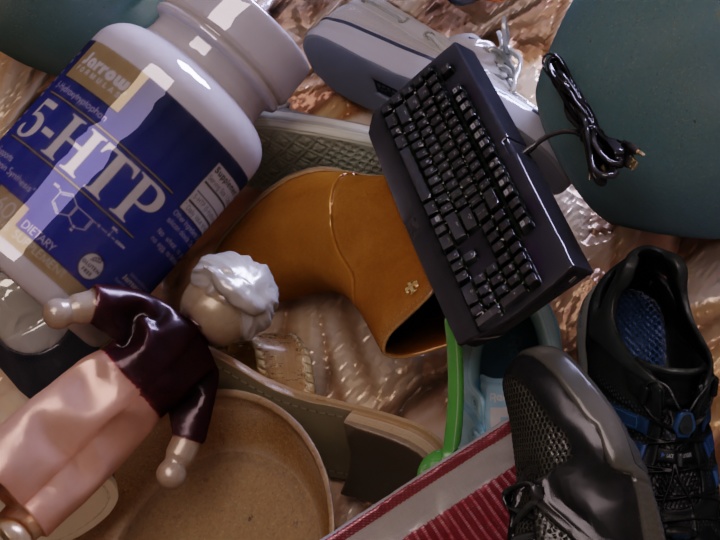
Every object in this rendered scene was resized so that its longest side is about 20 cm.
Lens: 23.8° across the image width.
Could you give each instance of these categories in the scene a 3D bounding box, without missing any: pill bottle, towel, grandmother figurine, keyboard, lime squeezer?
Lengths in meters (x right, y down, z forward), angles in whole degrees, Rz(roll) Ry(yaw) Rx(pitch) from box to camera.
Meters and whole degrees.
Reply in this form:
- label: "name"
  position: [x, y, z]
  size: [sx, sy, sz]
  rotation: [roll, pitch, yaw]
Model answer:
- label: "pill bottle"
  position: [-0.126, -0.068, 0.959]
  size: [0.120, 0.120, 0.200]
  rotation: [36, 82, 26]
- label: "towel"
  position: [0.074, 0.193, 0.857]
  size: [0.144, 0.023, 0.200]
  rotation: [-31, 83, -14]
- label: "grandmother figurine"
  position: [-0.125, 0.059, 0.908]
  size: [0.200, 0.121, 0.061]
  rotation: [-40, 29, -18]
- label: "keyboard"
  position: [0.073, -0.058, 0.890]
  size: [0.127, 0.021, 0.200]
  rotation: [-36, 42, 13]
- label: "lime squeezer"
  position: [0.026, 0.114, 0.915]
  size: [0.071, 0.038, 0.200]
  rotation: [42, 118, 16]

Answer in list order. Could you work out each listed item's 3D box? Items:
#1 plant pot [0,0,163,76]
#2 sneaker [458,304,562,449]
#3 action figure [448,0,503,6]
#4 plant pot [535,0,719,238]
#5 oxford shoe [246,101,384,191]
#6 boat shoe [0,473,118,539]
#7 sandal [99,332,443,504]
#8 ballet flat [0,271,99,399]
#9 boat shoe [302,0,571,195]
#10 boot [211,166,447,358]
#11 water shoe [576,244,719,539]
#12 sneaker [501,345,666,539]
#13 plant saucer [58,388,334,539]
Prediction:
- label: "plant pot"
  position: [-0.156, -0.194, 1.073]
  size: [0.200, 0.200, 0.134]
  rotation: [-40, 84, -8]
- label: "sneaker"
  position: [0.079, 0.094, 0.923]
  size: [0.074, 0.082, 0.200]
  rotation: [-9, 62, 10]
- label: "action figure"
  position: [0.041, -0.212, 1.066]
  size: [0.193, 0.200, 0.105]
  rotation: [20, 111, 26]
- label: "plant pot"
  position: [0.177, -0.097, 0.947]
  size: [0.135, 0.200, 0.200]
  rotation: [-28, 59, 23]
- label: "oxford shoe"
  position: [-0.069, -0.086, 1.056]
  size: [0.200, 0.075, 0.058]
  rotation: [5, 54, 17]
- label: "boat shoe"
  position: [-0.227, 0.128, 0.976]
  size: [0.200, 0.073, 0.062]
  rotation: [-19, 45, 20]
- label: "sandal"
  position: [-0.041, 0.071, 0.985]
  size: [0.212, 0.078, 0.070]
  rotation: [19, 39, 14]
- label: "ballet flat"
  position: [-0.215, 0.004, 1.046]
  size: [0.073, 0.073, 0.200]
  rotation: [-31, 62, -3]
- label: "boat shoe"
  position: [0.066, -0.120, 1.045]
  size: [0.202, 0.075, 0.086]
  rotation: [29, 64, 32]
- label: "boot"
  position: [0.001, 0.000, 0.955]
  size: [0.201, 0.071, 0.144]
  rotation: [-28, 37, 16]
- label: "water shoe"
  position: [0.154, 0.082, 0.903]
  size: [0.071, 0.079, 0.200]
  rotation: [-2, 62, -11]
- label: "sneaker"
  position: [0.086, 0.139, 0.821]
  size: [0.114, 0.076, 0.200]
  rotation: [-14, 85, -17]
- label: "plant saucer"
  position: [-0.089, 0.164, 0.929]
  size: [0.200, 0.035, 0.200]
  rotation: [-16, 58, 28]
